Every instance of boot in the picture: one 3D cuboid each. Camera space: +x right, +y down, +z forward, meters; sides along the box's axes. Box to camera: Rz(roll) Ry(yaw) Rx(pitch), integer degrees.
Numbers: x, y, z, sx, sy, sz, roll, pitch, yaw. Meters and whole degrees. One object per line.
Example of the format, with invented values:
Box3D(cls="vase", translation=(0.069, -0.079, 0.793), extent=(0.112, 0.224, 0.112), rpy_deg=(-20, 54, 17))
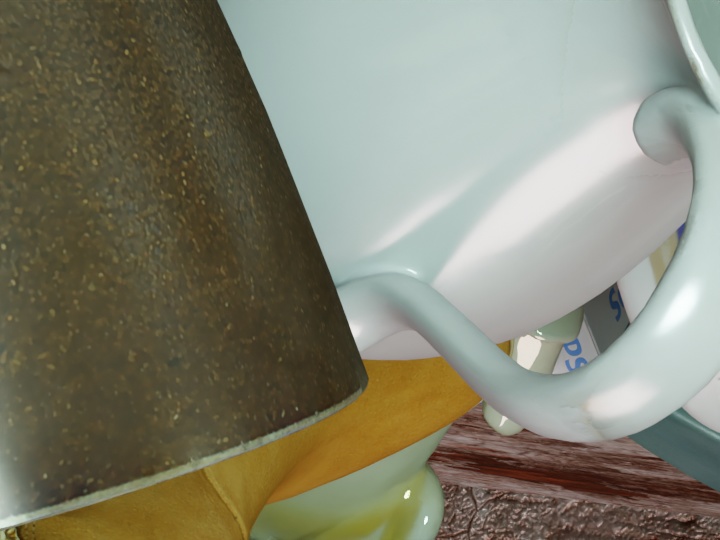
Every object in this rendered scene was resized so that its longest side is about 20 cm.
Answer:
Box3D(cls="boot", translation=(-0.040, 0.057, 0.636), extent=(0.200, 0.071, 0.144), rpy_deg=(-10, -156, -12))

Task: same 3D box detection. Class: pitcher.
Box3D(cls="pitcher", translation=(0.027, -0.028, 0.572), extent=(0.121, 0.172, 0.199), rpy_deg=(40, 146, -25))

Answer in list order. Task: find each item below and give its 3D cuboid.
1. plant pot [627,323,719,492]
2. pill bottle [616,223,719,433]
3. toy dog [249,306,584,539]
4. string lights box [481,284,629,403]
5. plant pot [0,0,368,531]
Box3D(cls="plant pot", translation=(0.208, 0.040, 1.081), extent=(0.199, 0.142, 0.141), rpy_deg=(17, 171, -7))
Box3D(cls="pill bottle", translation=(0.171, -0.028, 0.640), extent=(0.199, 0.120, 0.119), rpy_deg=(-10, 162, 35))
Box3D(cls="toy dog", translation=(0.000, 0.000, 0.806), extent=(0.139, 0.201, 0.194), rpy_deg=(26, -179, -13))
Box3D(cls="string lights box", translation=(0.011, 0.015, 1.041), extent=(0.199, 0.059, 0.103), rpy_deg=(-15, -159, 25))
Box3D(cls="plant pot", translation=(-0.111, -0.053, 0.510), extent=(0.186, 0.201, 0.187), rpy_deg=(-13, -177, 1))
